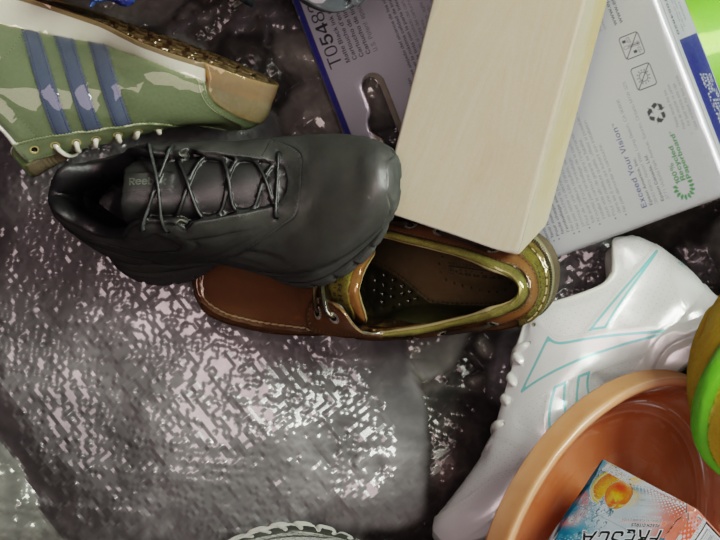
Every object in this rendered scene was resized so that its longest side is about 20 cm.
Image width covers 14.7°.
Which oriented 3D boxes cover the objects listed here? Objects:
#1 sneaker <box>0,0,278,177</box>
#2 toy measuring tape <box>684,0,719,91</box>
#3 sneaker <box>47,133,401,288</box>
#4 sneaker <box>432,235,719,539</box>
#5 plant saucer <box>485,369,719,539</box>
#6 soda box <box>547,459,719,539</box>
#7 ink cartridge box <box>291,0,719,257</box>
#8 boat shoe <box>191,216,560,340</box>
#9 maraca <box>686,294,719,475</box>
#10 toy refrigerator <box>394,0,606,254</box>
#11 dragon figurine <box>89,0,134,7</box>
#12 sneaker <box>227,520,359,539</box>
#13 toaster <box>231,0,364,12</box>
[{"bbox_3d":[-0.149,-0.089,1.463,0.199,0.067,0.090,18,99,-1],"label":"sneaker"},{"bbox_3d":[0.176,-0.155,1.458,0.073,0.074,0.201,-11,92,0],"label":"toy measuring tape"},{"bbox_3d":[-0.071,-0.033,1.406,0.199,0.091,0.077,-10,71,33],"label":"sneaker"},{"bbox_3d":[0.102,0.066,1.470,0.080,0.070,0.200,45,83,3],"label":"sneaker"},{"bbox_3d":[0.128,0.146,1.429,0.199,0.032,0.202,-18,118,-38],"label":"plant saucer"},{"bbox_3d":[0.170,0.176,1.409,0.064,0.068,0.200,-54,134,-10],"label":"soda box"},{"bbox_3d":[0.080,-0.104,1.455,0.199,0.041,0.201,-20,93,30],"label":"ink cartridge box"},{"bbox_3d":[0.000,0.000,1.440,0.199,0.068,0.073,-4,97,17],"label":"boat shoe"},{"bbox_3d":[0.233,0.058,1.400,0.137,0.200,0.107,-43,53,9],"label":"maraca"},{"bbox_3d":[0.076,-0.119,1.386,0.075,0.070,0.201,18,110,12],"label":"toy refrigerator"},{"bbox_3d":[-0.200,-0.191,1.437,0.199,0.099,0.059,23,91,-1],"label":"dragon figurine"},{"bbox_3d":[0.003,0.174,1.460,0.198,0.082,0.078,0,92,0],"label":"sneaker"},{"bbox_3d":[-0.017,-0.224,1.412,0.200,0.129,0.114,-46,137,0],"label":"toaster"}]
